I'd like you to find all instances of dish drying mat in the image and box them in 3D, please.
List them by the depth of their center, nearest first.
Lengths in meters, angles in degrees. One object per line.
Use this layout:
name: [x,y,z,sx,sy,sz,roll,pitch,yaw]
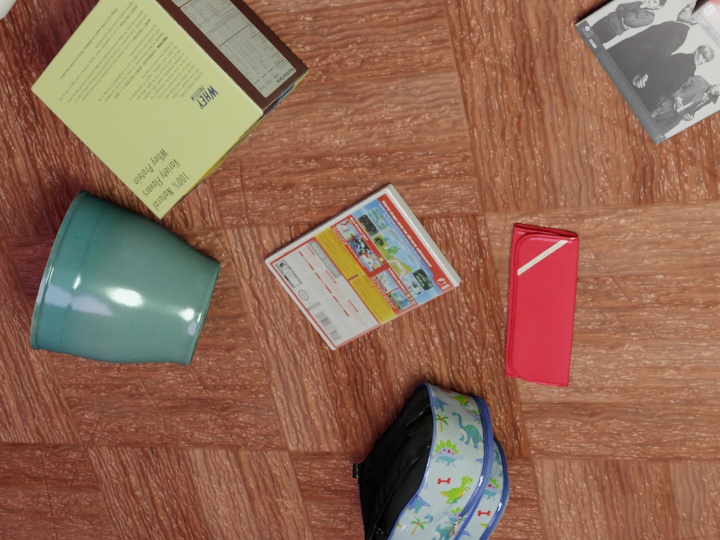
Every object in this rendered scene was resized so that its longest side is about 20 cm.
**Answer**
dish drying mat: [0.204,0.043,1.367,0.077,0.018,0.200,9,121,17]

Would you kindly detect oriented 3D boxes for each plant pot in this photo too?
plant pot: [-0.274,0.024,1.460,0.188,0.200,0.200,17,125,-5]

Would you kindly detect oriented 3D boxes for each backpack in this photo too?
backpack: [0.092,0.243,1.436,0.147,0.183,0.200,16,123,-14]

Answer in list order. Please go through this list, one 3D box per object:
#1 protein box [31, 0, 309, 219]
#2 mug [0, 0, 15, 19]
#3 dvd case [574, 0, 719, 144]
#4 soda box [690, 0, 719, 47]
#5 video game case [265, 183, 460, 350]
protein box: [-0.206,-0.208,1.320,0.200,0.135,0.199,46,124,-6]
mug: [-0.411,-0.388,1.302,0.153,0.149,0.187,-36,107,26]
dvd case: [0.329,-0.228,1.155,0.200,0.025,0.150,-30,104,32]
soda box: [0.391,-0.188,1.094,0.200,0.070,0.063,45,124,-6]
video game case: [0.000,0.000,1.426,0.200,0.017,0.143,-29,104,33]
